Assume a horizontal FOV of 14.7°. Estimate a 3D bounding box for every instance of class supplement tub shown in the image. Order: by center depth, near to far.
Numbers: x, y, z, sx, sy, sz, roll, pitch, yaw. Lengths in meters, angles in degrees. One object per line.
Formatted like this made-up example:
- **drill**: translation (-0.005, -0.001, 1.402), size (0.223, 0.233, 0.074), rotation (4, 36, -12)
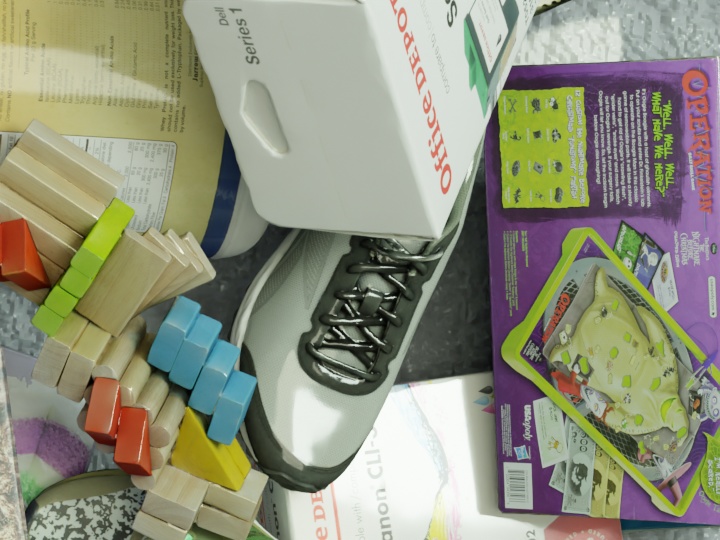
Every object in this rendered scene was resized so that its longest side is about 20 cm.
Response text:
- **supplement tub**: translation (-0.139, -0.082, 1.221), size (0.199, 0.144, 0.145), rotation (3, 83, -14)

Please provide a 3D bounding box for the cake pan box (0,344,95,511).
- **cake pan box**: translation (-0.229, 0.105, 1.227), size (0.199, 0.052, 0.185), rotation (20, 77, -12)

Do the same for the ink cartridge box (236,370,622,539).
- **ink cartridge box**: translation (0.015, 0.112, 1.282), size (0.199, 0.067, 0.117), rotation (-8, 87, -15)

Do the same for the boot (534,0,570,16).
- **boot**: translation (0.000, -0.193, 1.315), size (0.175, 0.066, 0.201), rotation (-25, 91, -25)

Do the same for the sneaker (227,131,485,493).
- **sneaker**: translation (0.000, 0.000, 1.217), size (0.074, 0.079, 0.201), rotation (24, 77, -19)

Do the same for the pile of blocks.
- **pile of blocks**: translation (-0.095, 0.036, 1.148), size (0.082, 0.062, 0.200), rotation (-26, 109, 25)

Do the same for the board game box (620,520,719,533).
- **board game box**: translation (0.151, 0.016, 1.287), size (0.064, 0.147, 0.201), rotation (-13, 88, -18)

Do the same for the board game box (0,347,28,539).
- **board game box**: translation (-0.241, 0.122, 1.147), size (0.199, 0.097, 0.160), rotation (-8, 86, -16)

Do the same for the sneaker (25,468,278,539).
- **sneaker**: translation (-0.054, 0.141, 1.190), size (0.199, 0.089, 0.077), rotation (22, 89, 2)

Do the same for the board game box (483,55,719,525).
- **board game box**: translation (0.113, 0.008, 1.216), size (0.032, 0.120, 0.201), rotation (-8, 97, -52)

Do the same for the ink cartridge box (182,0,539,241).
- **ink cartridge box**: translation (0.013, -0.132, 1.159), size (0.084, 0.146, 0.201), rotation (6, 53, 23)
